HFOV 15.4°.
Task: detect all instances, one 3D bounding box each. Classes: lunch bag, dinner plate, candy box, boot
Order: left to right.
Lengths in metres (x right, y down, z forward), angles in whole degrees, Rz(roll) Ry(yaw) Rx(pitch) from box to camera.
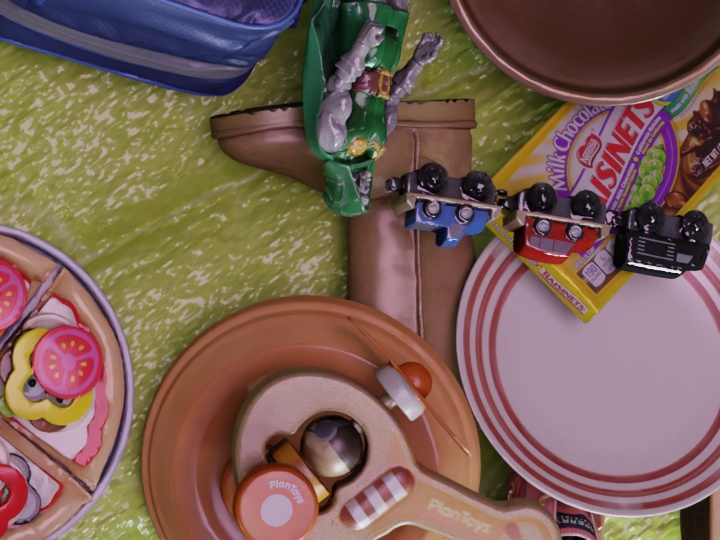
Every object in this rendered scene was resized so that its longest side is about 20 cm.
[{"bbox_3d":[-0.117,-0.186,1.499,0.199,0.132,0.136,17,69,-16],"label":"lunch bag"},{"bbox_3d":[0.000,0.000,1.566,0.175,0.066,0.201,-3,92,-18],"label":"boot"},{"bbox_3d":[0.151,0.051,1.583,0.199,0.024,0.201,4,70,-12],"label":"dinner plate"},{"bbox_3d":[0.162,-0.071,1.602,0.102,0.026,0.200,43,65,2],"label":"candy box"}]

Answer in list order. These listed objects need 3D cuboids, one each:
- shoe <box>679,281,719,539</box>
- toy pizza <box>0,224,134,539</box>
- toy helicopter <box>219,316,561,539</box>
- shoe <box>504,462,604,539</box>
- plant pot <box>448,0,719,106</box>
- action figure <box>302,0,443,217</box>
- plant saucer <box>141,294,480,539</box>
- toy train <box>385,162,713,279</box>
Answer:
[{"bbox_3d":[0.233,0.103,1.633,0.053,0.070,0.201,5,87,-8],"label":"shoe"},{"bbox_3d":[-0.226,0.071,1.519,0.199,0.032,0.201,0,91,-16],"label":"toy pizza"},{"bbox_3d":[0.026,0.113,1.490,0.199,0.079,0.133,24,91,-11],"label":"toy helicopter"},{"bbox_3d":[0.123,0.139,1.591,0.071,0.091,0.201,16,86,-16],"label":"shoe"},{"bbox_3d":[0.144,-0.202,1.579,0.200,0.093,0.202,0,102,1],"label":"plant pot"},{"bbox_3d":[0.006,-0.130,1.500,0.118,0.055,0.201,7,92,-57],"label":"action figure"},{"bbox_3d":[-0.030,0.116,1.538,0.199,0.037,0.201,1,99,3],"label":"plant saucer"},{"bbox_3d":[0.109,-0.026,1.539,0.199,0.034,0.046,10,81,-14],"label":"toy train"}]
